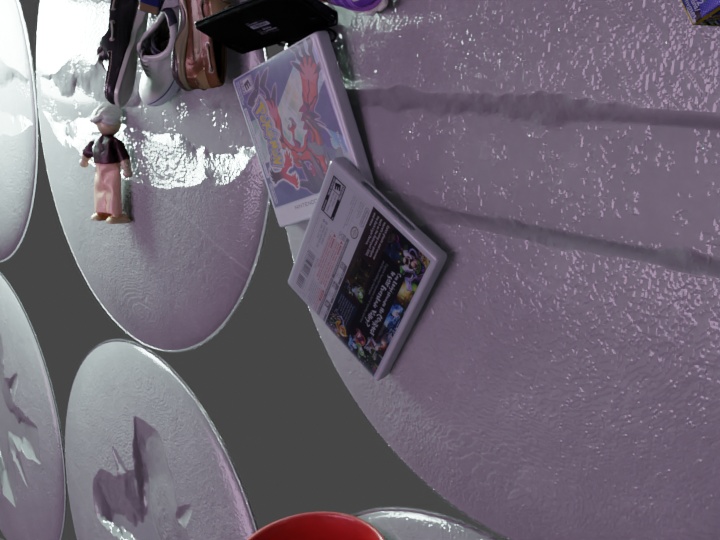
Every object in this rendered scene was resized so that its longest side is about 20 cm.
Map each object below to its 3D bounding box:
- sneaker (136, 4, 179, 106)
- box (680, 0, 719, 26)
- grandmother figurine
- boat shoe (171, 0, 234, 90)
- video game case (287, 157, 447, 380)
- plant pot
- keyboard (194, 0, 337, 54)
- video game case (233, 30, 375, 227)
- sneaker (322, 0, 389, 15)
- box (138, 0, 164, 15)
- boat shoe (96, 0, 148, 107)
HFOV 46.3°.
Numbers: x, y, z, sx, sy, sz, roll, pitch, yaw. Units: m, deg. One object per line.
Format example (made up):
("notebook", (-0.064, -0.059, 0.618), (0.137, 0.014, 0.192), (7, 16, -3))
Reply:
("sneaker", (-0.293, -0.315, 1.222), (0.200, 0.071, 0.073), (-47, 64, 43))
("box", (0.243, -0.281, 0.616), (0.064, 0.070, 0.200), (-32, 74, 49))
("grandmother figurine", (-0.429, -0.184, 1.425), (0.121, 0.061, 0.200), (9, 105, 19))
("boat shoe", (-0.199, -0.338, 1.120), (0.074, 0.076, 0.200), (8, 98, 15))
("video game case", (0.000, 0.000, 0.980), (0.182, 0.023, 0.200), (46, 133, 26))
("plant pot", (-0.053, 0.432, 1.047), (0.200, 0.200, 0.178), (15, 118, 46))
("keyboard", (-0.104, -0.300, 0.998), (0.200, 0.104, 0.040), (3, 74, 48))
("video game case", (-0.072, -0.164, 1.023), (0.182, 0.023, 0.200), (-12, 97, 49))
("sneaker", (-0.041, -0.323, 0.923), (0.200, 0.083, 0.081), (17, 111, 45))
("box", (-0.256, -0.460, 1.131), (0.121, 0.032, 0.200), (-93, 23, -53))
("boat shoe", (-0.355, -0.325, 1.231), (0.074, 0.060, 0.200), (114, 162, -62))
